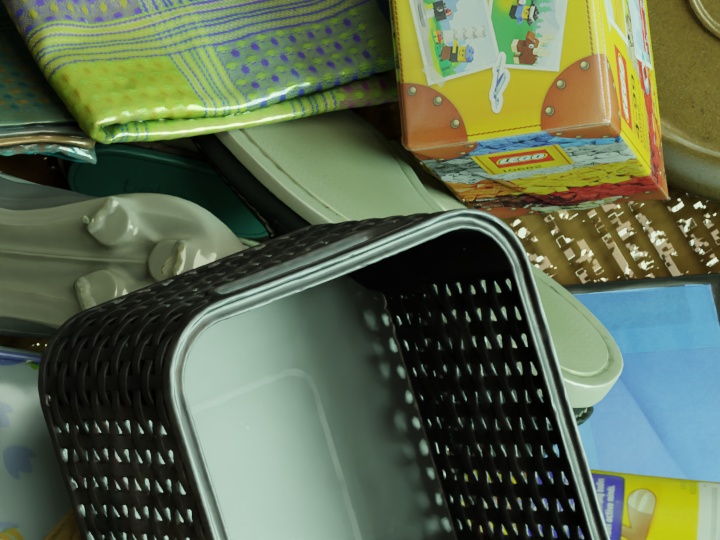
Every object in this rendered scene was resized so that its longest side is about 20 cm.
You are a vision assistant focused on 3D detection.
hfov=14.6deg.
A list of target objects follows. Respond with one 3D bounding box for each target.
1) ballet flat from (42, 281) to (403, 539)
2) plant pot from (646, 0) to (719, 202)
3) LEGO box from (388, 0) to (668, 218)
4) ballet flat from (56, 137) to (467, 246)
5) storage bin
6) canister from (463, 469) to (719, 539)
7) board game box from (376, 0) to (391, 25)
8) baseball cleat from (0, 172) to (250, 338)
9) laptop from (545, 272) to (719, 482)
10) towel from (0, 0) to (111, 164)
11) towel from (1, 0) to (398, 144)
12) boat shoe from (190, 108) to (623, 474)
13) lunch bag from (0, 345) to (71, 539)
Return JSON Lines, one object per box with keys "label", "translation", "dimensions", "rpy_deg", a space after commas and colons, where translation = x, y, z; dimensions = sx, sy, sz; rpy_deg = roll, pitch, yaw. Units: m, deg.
{"label": "ballet flat", "translation": [-0.066, 0.075, 0.940], "dimensions": [0.200, 0.063, 0.069], "rpy_deg": [-46, 113, -25]}
{"label": "plant pot", "translation": [0.163, -0.122, 1.129], "dimensions": [0.201, 0.200, 0.027], "rpy_deg": [56, 20, -1]}
{"label": "LEGO box", "translation": [0.058, -0.132, 1.047], "dimensions": [0.077, 0.149, 0.201], "rpy_deg": [-8, 80, 13]}
{"label": "ballet flat", "translation": [-0.020, -0.035, 1.087], "dimensions": [0.199, 0.069, 0.070], "rpy_deg": [22, 68, -16]}
{"label": "storage bin", "translation": [-0.003, 0.092, 0.887], "dimensions": [0.135, 0.094, 0.201], "rpy_deg": [-21, 99, -31]}
{"label": "canister", "translation": [0.069, 0.141, 1.017], "dimensions": [0.199, 0.087, 0.149], "rpy_deg": [5, 71, 4]}
{"label": "board game box", "translation": [-0.017, -0.179, 1.139], "dimensions": [0.158, 0.039, 0.201], "rpy_deg": [34, 70, -17]}
{"label": "baseball cleat", "translation": [-0.121, 0.003, 1.005], "dimensions": [0.199, 0.106, 0.070], "rpy_deg": [13, 78, 27]}
{"label": "laptop", "translation": [0.169, 0.067, 1.080], "dimensions": [0.103, 0.199, 0.178], "rpy_deg": [13, 61, -53]}
{"label": "towel", "translation": [-0.203, -0.072, 0.989], "dimensions": [0.199, 0.147, 0.022], "rpy_deg": [-5, 122, -23]}
{"label": "towel", "translation": [-0.080, -0.135, 1.020], "dimensions": [0.143, 0.023, 0.201], "rpy_deg": [-11, 61, -31]}
{"label": "boat shoe", "translation": [0.001, -0.001, 1.012], "dimensions": [0.199, 0.066, 0.074], "rpy_deg": [37, 32, 12]}
{"label": "lunch bag", "translation": [-0.156, 0.105, 0.978], "dimensions": [0.199, 0.082, 0.162], "rpy_deg": [11, 75, -19]}
